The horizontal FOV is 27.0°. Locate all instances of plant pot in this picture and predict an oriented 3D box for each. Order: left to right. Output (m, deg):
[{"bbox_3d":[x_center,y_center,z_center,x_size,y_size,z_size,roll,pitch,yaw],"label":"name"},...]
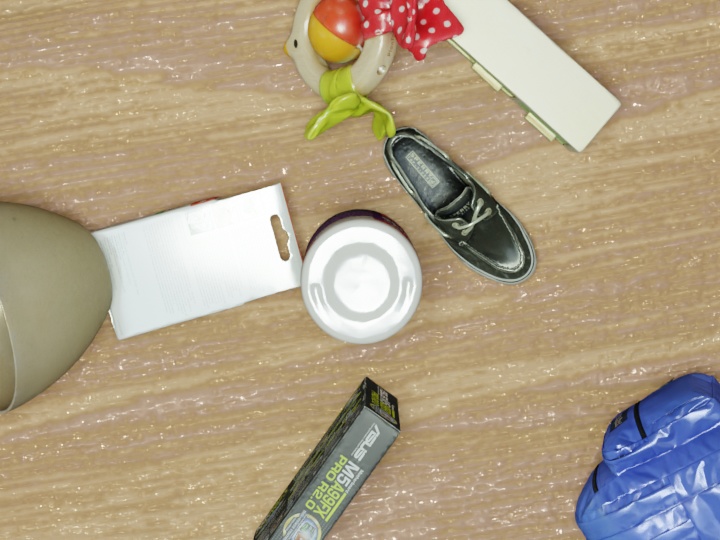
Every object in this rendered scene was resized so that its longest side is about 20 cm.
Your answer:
[{"bbox_3d":[-0.318,0.018,1.437,0.133,0.199,0.203,-22,97,-33],"label":"plant pot"}]

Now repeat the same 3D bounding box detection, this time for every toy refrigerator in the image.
[{"bbox_3d":[0.153,-0.202,1.455,0.200,0.076,0.070,40,95,-5],"label":"toy refrigerator"}]

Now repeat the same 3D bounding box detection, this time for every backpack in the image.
[{"bbox_3d":[0.302,0.210,1.463,0.199,0.162,0.169,-35,86,16],"label":"backpack"}]

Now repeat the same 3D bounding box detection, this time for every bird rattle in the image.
[{"bbox_3d":[-0.007,-0.220,1.415,0.163,0.112,0.201,47,129,31],"label":"bird rattle"}]

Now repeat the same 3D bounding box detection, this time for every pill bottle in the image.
[{"bbox_3d":[0.000,0.000,1.413,0.110,0.200,0.113,0,97,-1],"label":"pill bottle"}]

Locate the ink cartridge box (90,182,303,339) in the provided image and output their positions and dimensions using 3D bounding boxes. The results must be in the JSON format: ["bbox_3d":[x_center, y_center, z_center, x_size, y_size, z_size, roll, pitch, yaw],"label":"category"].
[{"bbox_3d":[-0.159,-0.012,1.488,0.198,0.050,0.110,-15,96,0],"label":"ink cartridge box"}]

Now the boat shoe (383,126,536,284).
[{"bbox_3d":[0.096,-0.059,1.475,0.200,0.064,0.071,43,94,-4],"label":"boat shoe"}]

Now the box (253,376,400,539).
[{"bbox_3d":[-0.035,0.208,1.456,0.044,0.160,0.201,35,94,-2],"label":"box"}]
